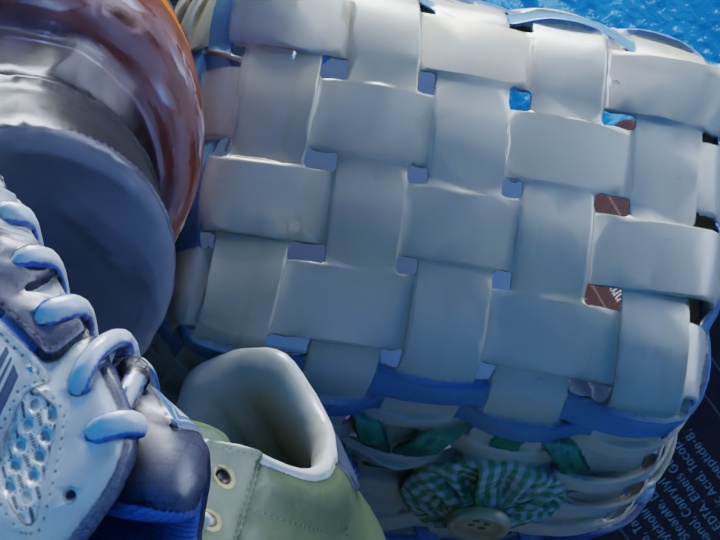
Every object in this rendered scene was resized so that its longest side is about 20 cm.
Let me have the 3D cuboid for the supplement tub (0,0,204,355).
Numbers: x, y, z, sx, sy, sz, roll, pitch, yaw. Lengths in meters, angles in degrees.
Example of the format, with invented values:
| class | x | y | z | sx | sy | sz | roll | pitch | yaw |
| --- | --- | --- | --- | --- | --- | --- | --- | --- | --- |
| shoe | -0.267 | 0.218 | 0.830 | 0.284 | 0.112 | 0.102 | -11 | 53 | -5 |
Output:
| class | x | y | z | sx | sy | sz | roll | pitch | yaw |
| --- | --- | --- | --- | --- | --- | --- | --- | --- | --- |
| supplement tub | -0.094 | -0.050 | 0.639 | 0.107 | 0.107 | 0.200 | 51 | 7 | -36 |

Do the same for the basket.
| class | x | y | z | sx | sy | sz | roll | pitch | yaw |
| --- | --- | --- | --- | --- | --- | --- | --- | --- | --- |
| basket | 0.000 | 0.000 | 0.731 | 0.200 | 0.176 | 0.140 | 146 | -47 | -79 |

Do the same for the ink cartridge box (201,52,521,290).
| class | x | y | z | sx | sy | sz | roll | pitch | yaw |
| --- | --- | --- | --- | --- | --- | --- | --- | --- | --- |
| ink cartridge box | -0.030 | -0.061 | 0.997 | 0.125 | 0.128 | 0.200 | 51 | 8 | -34 |

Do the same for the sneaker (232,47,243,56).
| class | x | y | z | sx | sy | sz | roll | pitch | yaw |
| --- | --- | --- | --- | --- | --- | --- | --- | --- | --- |
| sneaker | -0.082 | -0.138 | 0.765 | 0.078 | 0.115 | 0.201 | -177 | -96 | -76 |

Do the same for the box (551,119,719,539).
| class | x | y | z | sx | sy | sz | roll | pitch | yaw |
| --- | --- | --- | --- | --- | --- | --- | --- | --- | --- |
| box | 0.092 | 0.081 | 1.181 | 0.164 | 0.200 | 0.166 | 52 | 7 | -28 |

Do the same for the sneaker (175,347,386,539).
| class | x | y | z | sx | sy | sz | roll | pitch | yaw |
| --- | --- | --- | --- | --- | --- | --- | --- | --- | --- |
| sneaker | -0.046 | 0.073 | 0.556 | 0.200 | 0.067 | 0.090 | -35 | 112 | -66 |

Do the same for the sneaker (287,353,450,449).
| class | x | y | z | sx | sy | sz | roll | pitch | yaw |
| --- | --- | --- | --- | --- | --- | --- | --- | --- | --- |
| sneaker | -0.031 | 0.038 | 0.872 | 0.199 | 0.082 | 0.070 | 9 | -3 | -19 |

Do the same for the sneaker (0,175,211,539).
| class | x | y | z | sx | sy | sz | roll | pitch | yaw |
| --- | --- | --- | --- | --- | --- | --- | --- | --- | --- |
| sneaker | -0.064 | 0.026 | 0.481 | 0.077 | 0.085 | 0.201 | 69 | 18 | -66 |
